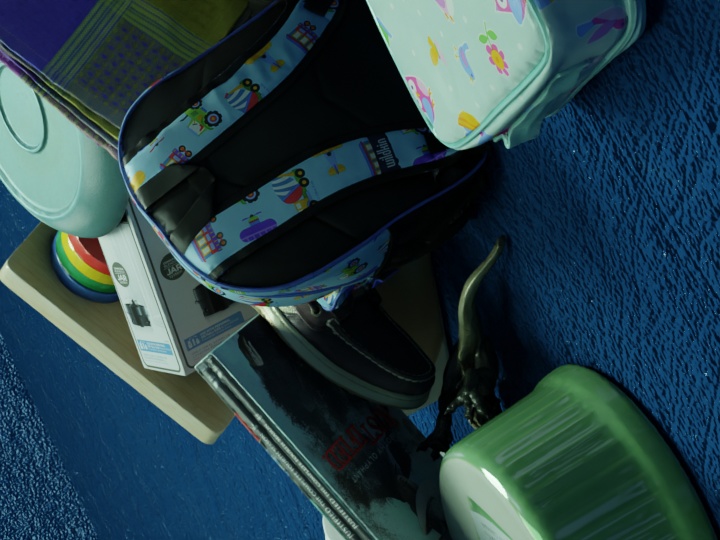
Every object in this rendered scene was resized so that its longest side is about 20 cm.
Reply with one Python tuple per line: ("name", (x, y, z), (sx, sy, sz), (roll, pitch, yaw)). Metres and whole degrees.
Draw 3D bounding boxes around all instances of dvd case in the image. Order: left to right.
("dvd case", (-0.009, 0.110, 1.451), (0.200, 0.022, 0.146), (50, -154, 1))

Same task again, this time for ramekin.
("ramekin", (0.132, 0.169, 1.378), (0.200, 0.097, 0.201), (54, 161, 29))

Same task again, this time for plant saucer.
("plant saucer", (-0.219, -0.113, 1.498), (0.200, 0.027, 0.202), (36, 138, 41))

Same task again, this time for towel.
("towel", (-0.175, -0.177, 1.411), (0.200, 0.144, 0.023), (41, 156, -7))

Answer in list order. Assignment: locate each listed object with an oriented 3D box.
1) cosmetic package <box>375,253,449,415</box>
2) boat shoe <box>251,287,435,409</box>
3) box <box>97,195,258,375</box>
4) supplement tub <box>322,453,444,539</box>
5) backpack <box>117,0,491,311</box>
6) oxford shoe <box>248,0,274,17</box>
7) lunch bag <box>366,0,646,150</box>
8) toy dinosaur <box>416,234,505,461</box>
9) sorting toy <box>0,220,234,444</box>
("cosmetic package", (0.000, 0.000, 1.567), (0.105, 0.071, 0.201), (43, 153, 49))
("boat shoe", (-0.026, 0.010, 1.455), (0.200, 0.072, 0.065), (41, 118, 17))
("box", (-0.123, -0.043, 1.541), (0.060, 0.116, 0.202), (6, 117, 56))
("supplement tub", (0.053, 0.247, 1.641), (0.145, 0.144, 0.201), (39, 151, 52))
("backpack", (-0.045, -0.059, 1.375), (0.183, 0.199, 0.135), (49, 159, 16))
("oxford shoe", (-0.053, -0.192, 1.454), (0.074, 0.070, 0.200), (56, 162, 13))
("lunch bag", (0.067, -0.151, 1.151), (0.161, 0.077, 0.200), (61, 163, 5))
("toy dinosaur", (0.071, 0.070, 1.450), (0.047, 0.089, 0.201), (13, 145, 11))
("sorting toy", (-0.130, -0.010, 1.663), (0.200, 0.199, 0.070), (38, 137, -3))
